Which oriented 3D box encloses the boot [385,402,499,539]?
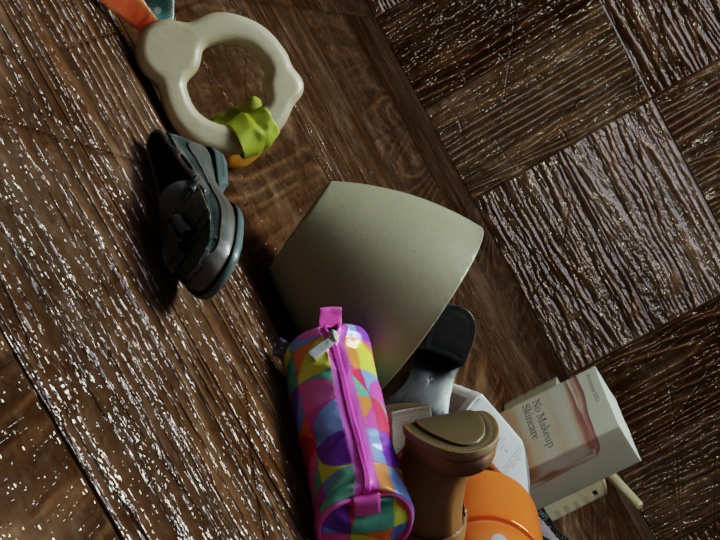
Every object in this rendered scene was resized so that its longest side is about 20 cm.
[{"bbox_3d":[0.062,0.194,1.026,0.199,0.076,0.158,-5,-88,65],"label":"boot"}]

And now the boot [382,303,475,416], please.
[{"bbox_3d":[0.033,0.119,1.222,0.068,0.191,0.200,21,-9,-9],"label":"boot"}]

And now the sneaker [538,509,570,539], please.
[{"bbox_3d":[0.241,0.380,1.575,0.199,0.106,0.060,32,32,34],"label":"sneaker"}]

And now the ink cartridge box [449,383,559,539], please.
[{"bbox_3d":[0.127,0.193,1.332,0.200,0.050,0.160,47,-15,-25],"label":"ink cartridge box"}]

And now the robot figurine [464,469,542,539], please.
[{"bbox_3d":[0.117,0.265,1.181,0.200,0.115,0.146,-78,161,-72],"label":"robot figurine"}]

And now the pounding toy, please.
[{"bbox_3d":[0.324,0.284,1.955,0.186,0.141,0.200,60,12,-7],"label":"pounding toy"}]

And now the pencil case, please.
[{"bbox_3d":[-0.014,0.129,1.015,0.089,0.088,0.202,50,16,-43],"label":"pencil case"}]

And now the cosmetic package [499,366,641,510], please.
[{"bbox_3d":[0.229,0.218,1.557,0.087,0.198,0.104,52,15,-41],"label":"cosmetic package"}]

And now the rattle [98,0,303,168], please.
[{"bbox_3d":[-0.156,-0.190,1.169,0.198,0.131,0.143,32,6,-9],"label":"rattle"}]

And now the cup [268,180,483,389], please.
[{"bbox_3d":[0.000,0.000,1.170,0.143,0.201,0.201,36,15,-5],"label":"cup"}]

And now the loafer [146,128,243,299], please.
[{"bbox_3d":[-0.136,-0.047,0.965,0.063,0.072,0.201,32,18,-25],"label":"loafer"}]
